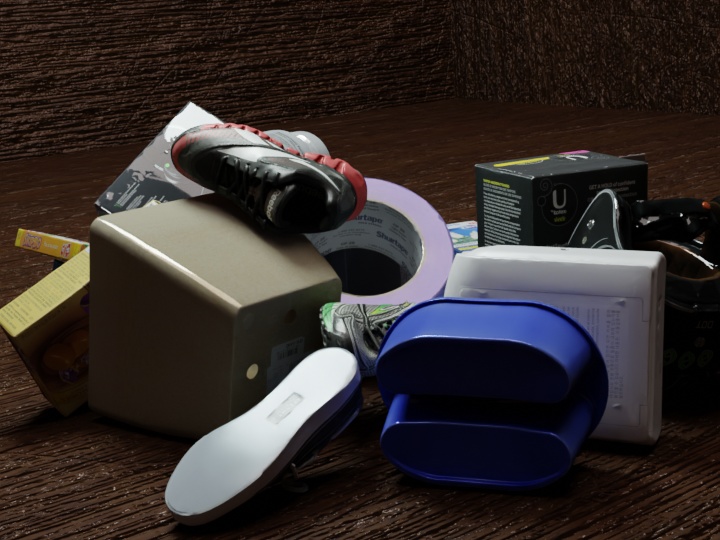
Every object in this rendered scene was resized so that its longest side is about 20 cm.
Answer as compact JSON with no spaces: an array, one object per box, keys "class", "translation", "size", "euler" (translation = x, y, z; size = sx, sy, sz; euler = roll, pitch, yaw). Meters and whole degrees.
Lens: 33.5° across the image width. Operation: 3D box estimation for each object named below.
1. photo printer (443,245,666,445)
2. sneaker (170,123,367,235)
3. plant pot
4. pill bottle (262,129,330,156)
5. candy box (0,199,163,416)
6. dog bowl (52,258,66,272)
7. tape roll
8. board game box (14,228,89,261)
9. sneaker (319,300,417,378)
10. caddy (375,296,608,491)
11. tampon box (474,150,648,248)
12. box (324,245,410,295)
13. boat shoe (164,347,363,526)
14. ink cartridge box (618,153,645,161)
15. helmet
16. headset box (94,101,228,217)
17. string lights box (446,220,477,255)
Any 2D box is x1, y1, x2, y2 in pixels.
[{"class":"photo printer","translation":[0.167,0.063,1.060],"size":[0.198,0.169,0.069],"euler":[2,7,25]},{"class":"sneaker","translation":[-0.094,-0.086,1.148],"size":[0.198,0.072,0.098],"euler":[18,26,3]},{"class":"plant pot","translation":[-0.127,0.052,1.144],"size":[0.176,0.202,0.199],"euler":[23,27,39]},{"class":"pill bottle","translation":[-0.127,-0.121,1.551],"size":[0.112,0.115,0.199],"euler":[5,15,31]},{"class":"candy box","translation":[-0.250,0.036,1.197],"size":[0.199,0.117,0.056],"euler":[-38,41,-21]},{"class":"dog bowl","translation":[-0.325,0.055,1.340],"size":[0.049,0.113,0.200],"euler":[6,10,-17]},{"class":"tape roll","translation":[0.000,0.000,1.306],"size":[0.197,0.085,0.202],"euler":[2,51,-3]},{"class":"board game box","translation":[-0.307,-0.018,1.344],"size":[0.095,0.030,0.199],"euler":[13,1,-38]},{"class":"sneaker","translation":[0.025,0.057,1.108],"size":[0.084,0.079,0.200],"euler":[-16,-3,25]},{"class":"caddy","translation":[0.103,0.097,0.987],"size":[0.197,0.143,0.105],"euler":[2,17,17]},{"class":"tampon box","translation":[0.219,-0.020,1.312],"size":[0.148,0.203,0.126],"euler":[-8,14,-22]},{"class":"box","translation":[-0.052,-0.004,1.514],"size":[0.198,0.106,0.182],"euler":[5,14,32]},{"class":"boat shoe","translation":[-0.072,0.147,0.976],"size":[0.073,0.069,0.199],"euler":[20,50,35]},{"class":"ink cartridge box","translation":[0.249,-0.053,1.450],"size":[0.160,0.202,0.050],"euler":[-9,34,-22]},{"class":"helmet","translation":[0.287,0.017,1.164],"size":[0.197,0.202,0.191],"euler":[-6,-29,-12]},{"class":"headset box","translation":[-0.177,-0.072,1.363],"size":[0.199,0.093,0.175],"euler":[30,66,18]},{"class":"string lights box","translation":[0.153,-0.017,1.615],"size":[0.102,0.060,0.200],"euler":[-9,15,-19]}]
